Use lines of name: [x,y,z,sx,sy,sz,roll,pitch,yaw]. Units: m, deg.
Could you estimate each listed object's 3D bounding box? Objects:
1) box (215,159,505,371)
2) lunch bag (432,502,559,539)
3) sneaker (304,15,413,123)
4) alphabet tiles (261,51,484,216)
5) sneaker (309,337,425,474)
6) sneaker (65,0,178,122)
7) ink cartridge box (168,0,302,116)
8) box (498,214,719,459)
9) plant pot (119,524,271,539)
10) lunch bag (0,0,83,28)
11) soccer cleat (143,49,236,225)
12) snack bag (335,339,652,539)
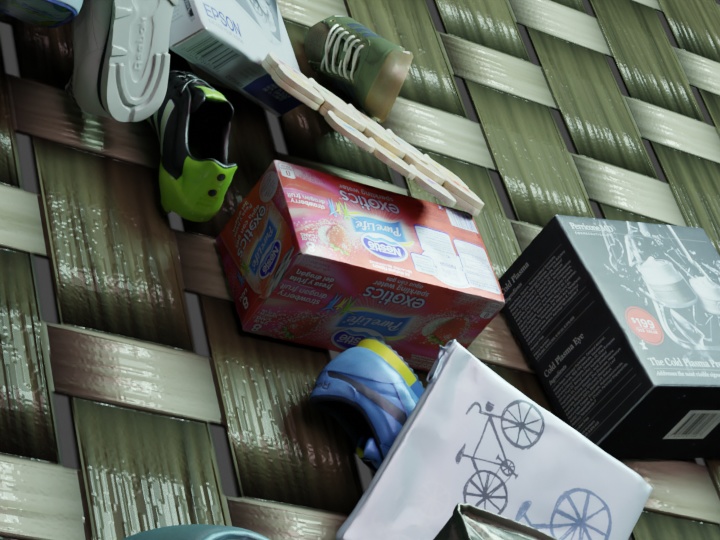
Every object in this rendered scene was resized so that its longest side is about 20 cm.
box: [0.000,0.000,1.559,0.199,0.096,0.100,13,41,-34]
lunch bag: [0.109,0.266,1.306,0.199,0.164,0.118,22,33,-23]
sneaker: [-0.009,-0.180,1.743,0.089,0.068,0.200,24,10,-6]
alphabet tiles: [0.010,-0.110,1.616,0.199,0.015,0.196,32,8,-19]
sneaker: [0.044,0.143,1.482,0.200,0.066,0.078,45,54,2]
sneaker: [-0.183,-0.217,1.541,0.076,0.202,0.080,10,7,-42]
ink cartridge box: [-0.126,-0.245,1.666,0.199,0.040,0.201,26,39,-64]
box: [0.243,0.058,1.718,0.199,0.104,0.183,3,47,-42]
plant pot: [-0.094,0.227,1.184,0.199,0.135,0.201,25,37,-20]
lunch bag: [-0.302,-0.252,1.507,0.199,0.161,0.083,21,83,-19]
soccer cleat: [-0.136,-0.127,1.584,0.067,0.081,0.201,12,43,-35]
snack bag: [0.095,0.178,1.442,0.199,0.021,0.189,36,64,-9]
